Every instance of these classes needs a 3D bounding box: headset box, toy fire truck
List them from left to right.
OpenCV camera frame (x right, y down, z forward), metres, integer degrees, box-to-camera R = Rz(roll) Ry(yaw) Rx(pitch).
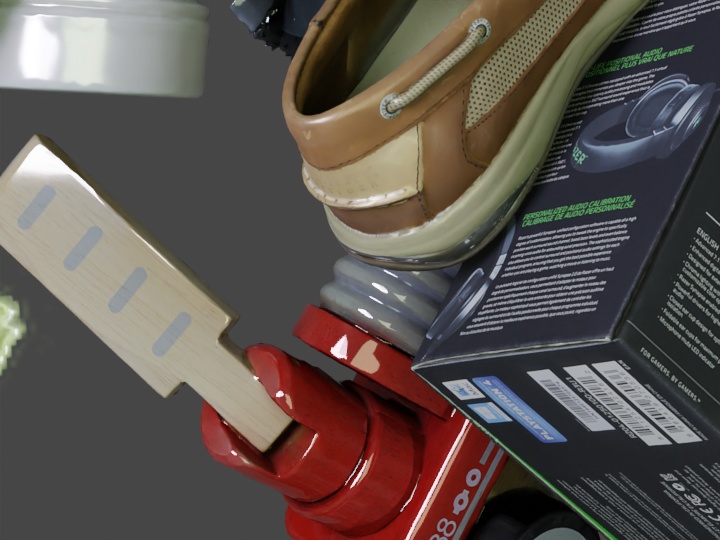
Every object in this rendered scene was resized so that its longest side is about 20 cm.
[{"bbox_3d":[0.000,0.000,0.737,0.199,0.128,0.177,29,89,-39],"label":"toy fire truck"},{"bbox_3d":[0.137,-0.008,0.687,0.174,0.092,0.201,39,64,-25],"label":"headset box"}]

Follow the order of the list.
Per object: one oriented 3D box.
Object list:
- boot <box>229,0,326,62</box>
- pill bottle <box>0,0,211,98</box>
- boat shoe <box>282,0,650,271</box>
[{"bbox_3d":[0.029,-0.161,0.736,0.198,0.073,0.164,-28,115,-44],"label":"boot"},{"bbox_3d":[-0.084,-0.157,0.731,0.110,0.111,0.202,2,93,-10],"label":"pill bottle"},{"bbox_3d":[0.042,-0.098,0.658,0.074,0.075,0.201,49,61,-45],"label":"boat shoe"}]
